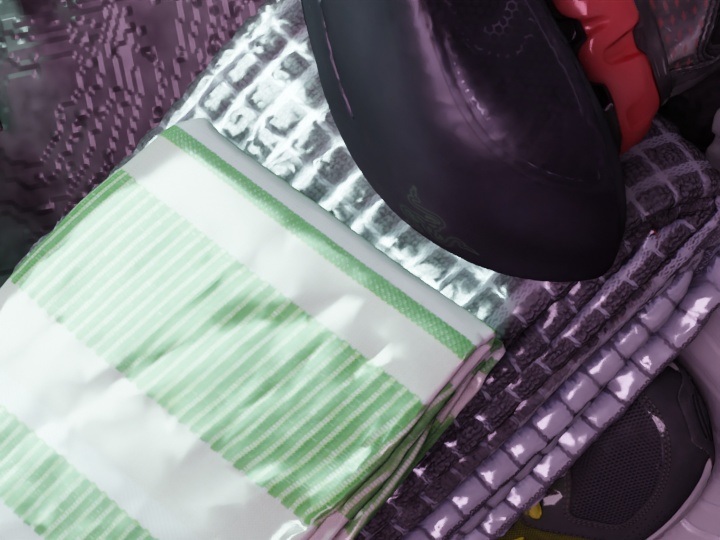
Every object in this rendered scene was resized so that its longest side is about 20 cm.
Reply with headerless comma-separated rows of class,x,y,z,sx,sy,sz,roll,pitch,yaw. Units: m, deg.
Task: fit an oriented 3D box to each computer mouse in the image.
computer mouse,0.004,-0.078,0.766,0.053,0.138,0.200,-28,88,-20

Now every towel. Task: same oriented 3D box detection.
towel,-0.070,0.061,0.802,0.152,0.023,0.200,36,83,32
towel,0.000,0.000,0.864,0.200,0.086,0.166,-44,58,-1

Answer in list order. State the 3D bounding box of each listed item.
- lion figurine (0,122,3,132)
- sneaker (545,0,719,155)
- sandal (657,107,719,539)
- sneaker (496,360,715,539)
lion figurine,-0.175,-0.138,0.943,0.072,0.122,0.201,-14,95,22
sneaker,0.062,-0.136,0.774,0.098,0.071,0.201,-27,109,-13
sandal,0.134,0.010,0.886,0.082,0.050,0.203,42,129,31
sneaker,0.025,0.081,0.910,0.200,0.085,0.075,-22,89,35
